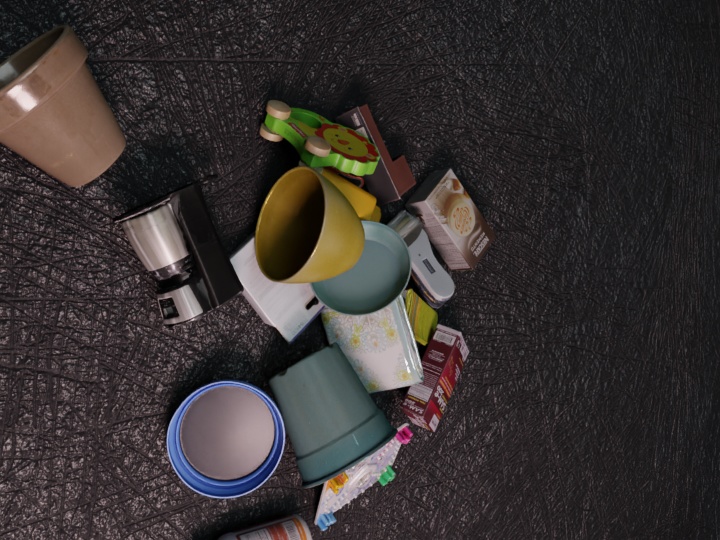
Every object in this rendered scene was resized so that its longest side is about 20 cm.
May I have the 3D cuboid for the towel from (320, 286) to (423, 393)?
[{"bbox_3d":[0.022,0.140,1.177,0.048,0.168,0.204,-30,105,-67],"label":"towel"}]

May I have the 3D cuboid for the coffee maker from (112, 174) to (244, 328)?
[{"bbox_3d":[-0.276,-0.034,0.991,0.190,0.134,0.203,-29,107,-24],"label":"coffee maker"}]

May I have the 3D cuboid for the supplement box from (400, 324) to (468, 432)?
[{"bbox_3d":[0.164,0.234,1.297,0.202,0.060,0.109,-62,149,-19],"label":"supplement box"}]

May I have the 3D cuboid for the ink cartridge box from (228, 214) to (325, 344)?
[{"bbox_3d":[-0.137,0.000,1.143,0.200,0.040,0.201,-45,112,-27],"label":"ink cartridge box"}]

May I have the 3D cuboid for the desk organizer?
[{"bbox_3d":[0.035,-0.247,1.245,0.077,0.071,0.203,-40,110,-42],"label":"desk organizer"}]

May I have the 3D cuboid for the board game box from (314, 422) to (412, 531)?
[{"bbox_3d":[0.007,0.400,1.150,0.198,0.026,0.202,-25,145,-32],"label":"board game box"}]

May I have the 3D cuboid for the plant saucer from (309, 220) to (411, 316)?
[{"bbox_3d":[0.000,0.000,1.131,0.202,0.197,0.036,-60,159,-20],"label":"plant saucer"}]

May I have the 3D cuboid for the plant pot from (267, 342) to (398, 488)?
[{"bbox_3d":[-0.063,0.252,1.086,0.198,0.200,0.199,-26,83,-31],"label":"plant pot"}]

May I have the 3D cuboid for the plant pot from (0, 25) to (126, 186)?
[{"bbox_3d":[-0.444,-0.225,0.876,0.202,0.198,0.175,-55,132,-23],"label":"plant pot"}]

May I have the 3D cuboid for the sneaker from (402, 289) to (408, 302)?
[{"bbox_3d":[0.060,0.067,1.263,0.200,0.070,0.094,45,54,-25],"label":"sneaker"}]

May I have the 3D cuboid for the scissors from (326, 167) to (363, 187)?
[{"bbox_3d":[-0.079,-0.217,1.203,0.196,0.014,0.074,13,113,-19],"label":"scissors"}]

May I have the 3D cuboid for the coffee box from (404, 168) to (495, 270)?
[{"bbox_3d":[0.206,-0.112,1.353,0.201,0.079,0.115,50,64,-21],"label":"coffee box"}]

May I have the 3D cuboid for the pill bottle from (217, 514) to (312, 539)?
[{"bbox_3d":[-0.188,0.508,1.043,0.197,0.111,0.115,-2,89,-33],"label":"pill bottle"}]

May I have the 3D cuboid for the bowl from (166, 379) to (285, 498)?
[{"bbox_3d":[-0.229,0.286,1.028,0.196,0.039,0.205,-1,95,-10],"label":"bowl"}]

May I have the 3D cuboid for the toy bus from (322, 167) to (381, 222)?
[{"bbox_3d":[-0.038,-0.141,1.193,0.198,0.078,0.066,26,74,-30],"label":"toy bus"}]

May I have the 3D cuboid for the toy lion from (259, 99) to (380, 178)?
[{"bbox_3d":[-0.065,-0.247,1.138,0.190,0.069,0.200,-17,53,-45],"label":"toy lion"}]

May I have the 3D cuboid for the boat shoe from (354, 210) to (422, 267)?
[{"bbox_3d":[0.043,-0.056,1.231,0.201,0.075,0.065,-38,64,-25],"label":"boat shoe"}]

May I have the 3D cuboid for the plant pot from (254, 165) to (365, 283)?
[{"bbox_3d":[-0.074,-0.065,1.058,0.140,0.198,0.204,16,79,-41],"label":"plant pot"}]

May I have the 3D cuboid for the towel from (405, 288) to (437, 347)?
[{"bbox_3d":[0.132,0.108,1.268,0.200,0.018,0.088,38,59,-61],"label":"towel"}]

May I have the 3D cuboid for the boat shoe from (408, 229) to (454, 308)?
[{"bbox_3d":[0.129,-0.010,1.309,0.070,0.091,0.202,-25,74,-16],"label":"boat shoe"}]
